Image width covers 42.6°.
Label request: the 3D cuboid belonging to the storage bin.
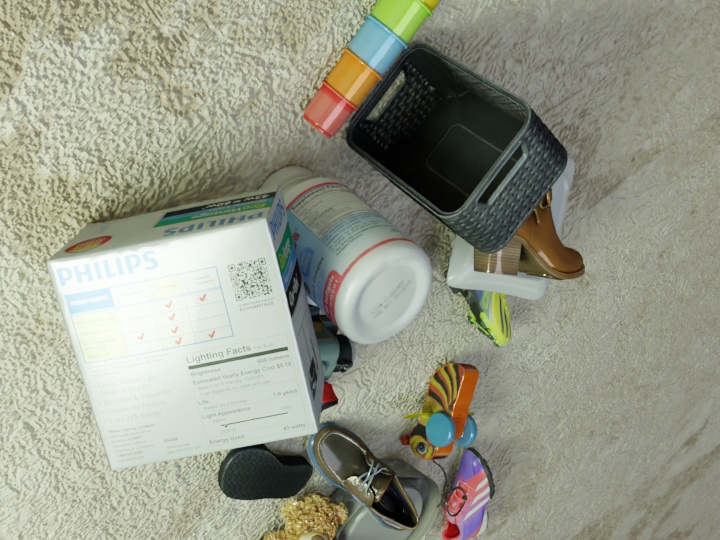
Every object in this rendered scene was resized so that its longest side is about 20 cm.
[{"bbox_3d":[0.095,-0.128,0.952,0.136,0.200,0.093,-52,137,5],"label":"storage bin"}]

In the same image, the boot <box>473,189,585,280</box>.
[{"bbox_3d":[0.216,-0.070,1.116,0.198,0.073,0.157,4,94,-45],"label":"boot"}]

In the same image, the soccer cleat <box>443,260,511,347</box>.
[{"bbox_3d":[0.177,0.033,1.246,0.084,0.065,0.201,-44,138,-9],"label":"soccer cleat"}]

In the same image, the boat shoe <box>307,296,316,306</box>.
[{"bbox_3d":[0.000,0.000,1.075,0.199,0.073,0.066,-7,120,-49],"label":"boat shoe"}]

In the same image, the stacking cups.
[{"bbox_3d":[0.013,-0.224,0.920,0.201,0.060,0.060,-52,138,6],"label":"stacking cups"}]

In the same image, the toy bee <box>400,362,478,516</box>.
[{"bbox_3d":[0.102,0.226,1.315,0.131,0.108,0.202,38,68,-41],"label":"toy bee"}]

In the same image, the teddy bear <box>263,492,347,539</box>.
[{"bbox_3d":[-0.083,0.401,1.266,0.144,0.067,0.200,37,114,-6],"label":"teddy bear"}]

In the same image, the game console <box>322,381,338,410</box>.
[{"bbox_3d":[-0.136,0.175,1.031,0.198,0.031,0.177,-10,163,-30],"label":"game console"}]

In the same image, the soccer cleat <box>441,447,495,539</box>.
[{"bbox_3d":[0.169,0.368,1.490,0.072,0.068,0.202,-21,134,-22],"label":"soccer cleat"}]

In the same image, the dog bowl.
[{"bbox_3d":[0.024,0.366,1.367,0.198,0.059,0.202,-23,133,-26],"label":"dog bowl"}]

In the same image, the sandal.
[{"bbox_3d":[-0.129,0.251,1.168,0.076,0.048,0.200,-50,151,0],"label":"sandal"}]

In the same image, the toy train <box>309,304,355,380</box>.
[{"bbox_3d":[-0.098,0.082,1.009,0.198,0.114,0.086,2,120,-41],"label":"toy train"}]

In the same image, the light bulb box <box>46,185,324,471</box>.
[{"bbox_3d":[-0.147,0.049,0.836,0.195,0.125,0.203,-11,108,3],"label":"light bulb box"}]

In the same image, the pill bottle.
[{"bbox_3d":[-0.026,-0.024,0.927,0.108,0.200,0.110,-22,132,-26],"label":"pill bottle"}]

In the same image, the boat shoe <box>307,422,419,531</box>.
[{"bbox_3d":[0.012,0.276,1.235,0.200,0.072,0.073,45,70,-24],"label":"boat shoe"}]

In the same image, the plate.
[{"bbox_3d":[0.202,-0.066,1.173,0.198,0.032,0.203,9,94,-43],"label":"plate"}]
